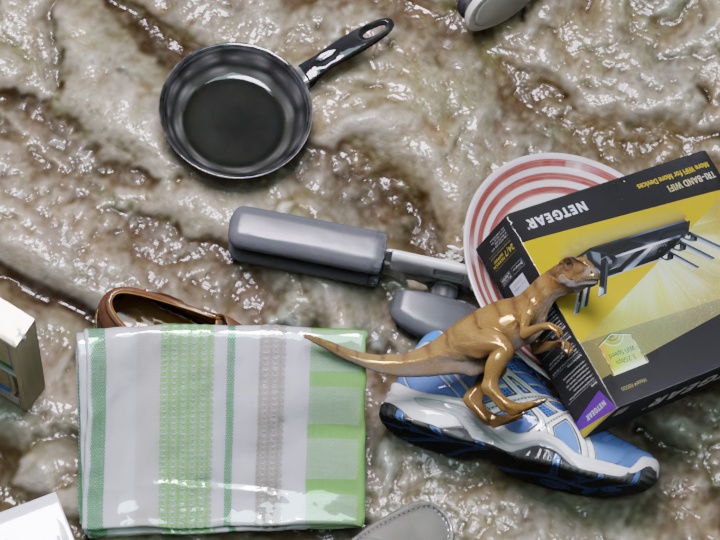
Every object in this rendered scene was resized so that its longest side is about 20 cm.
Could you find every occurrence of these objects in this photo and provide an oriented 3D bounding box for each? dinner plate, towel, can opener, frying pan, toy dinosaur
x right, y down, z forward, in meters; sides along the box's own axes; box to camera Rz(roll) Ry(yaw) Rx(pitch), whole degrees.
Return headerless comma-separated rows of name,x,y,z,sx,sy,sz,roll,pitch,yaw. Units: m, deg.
dinner plate,0.160,0.006,1.620,0.200,0.024,0.201,12,57,-19
towel,-0.094,0.111,1.533,0.199,0.031,0.150,0,104,-5
can opener,0.000,0.000,1.616,0.199,0.053,0.067,15,68,2
frying pan,-0.072,-0.144,1.682,0.115,0.031,0.190,33,65,9
toy dinosaur,0.075,0.055,1.516,0.199,0.060,0.107,-24,81,6

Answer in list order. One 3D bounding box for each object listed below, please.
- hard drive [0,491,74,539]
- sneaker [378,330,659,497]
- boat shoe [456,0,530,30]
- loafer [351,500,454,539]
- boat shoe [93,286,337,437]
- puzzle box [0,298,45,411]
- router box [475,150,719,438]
hard drive,-0.276,0.245,1.504,0.199,0.027,0.132,-20,71,-13
sneaker,0.117,0.103,1.570,0.199,0.076,0.077,20,71,2
boat shoe,0.135,-0.260,1.726,0.060,0.074,0.200,42,67,12
loafer,0.006,0.214,1.490,0.070,0.070,0.200,41,45,5
boat shoe,-0.098,0.069,1.570,0.200,0.068,0.072,25,67,6
puzzle box,-0.308,0.018,1.539,0.200,0.133,0.025,30,68,8
router box,0.203,0.013,1.589,0.200,0.052,0.158,-19,71,-34
